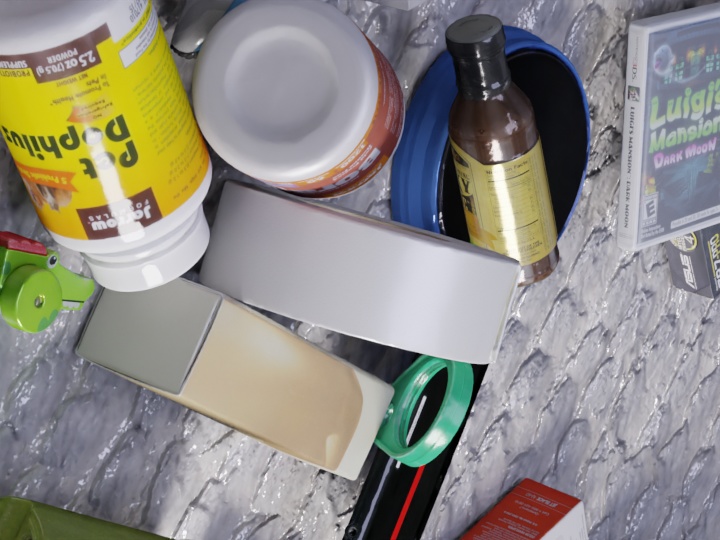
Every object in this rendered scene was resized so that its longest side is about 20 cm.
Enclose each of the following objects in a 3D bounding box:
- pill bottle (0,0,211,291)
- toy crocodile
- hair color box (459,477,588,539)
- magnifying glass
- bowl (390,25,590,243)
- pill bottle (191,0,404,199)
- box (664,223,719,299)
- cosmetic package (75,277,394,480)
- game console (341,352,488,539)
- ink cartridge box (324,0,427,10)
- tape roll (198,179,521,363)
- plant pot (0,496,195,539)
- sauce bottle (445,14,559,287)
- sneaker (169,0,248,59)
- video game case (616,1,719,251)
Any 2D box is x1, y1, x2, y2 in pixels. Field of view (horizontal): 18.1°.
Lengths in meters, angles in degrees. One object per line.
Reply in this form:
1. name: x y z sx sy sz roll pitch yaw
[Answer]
1. pill bottle: -0.153 -0.088 1.316 0.109 0.109 0.200 -44 133 -30
2. toy crocodile: -0.231 -0.004 1.291 0.200 0.067 0.062 8 97 -51
3. hair color box: 0.101 0.270 1.795 0.200 0.064 0.111 -39 132 -36
4. magnifying glass: 0.017 0.101 1.536 0.022 0.200 0.080 26 67 -20
5. bowl: 0.102 -0.080 1.678 0.200 0.039 0.201 -22 121 -43
6. pill bottle: -0.031 -0.103 1.405 0.200 0.112 0.113 18 91 -81
7. box: 0.312 -0.101 1.909 0.161 0.049 0.200 -44 133 -32
8. cosmetic package: -0.079 0.066 1.471 0.200 0.105 0.071 31 81 -49
9. game console: 0.040 0.120 1.640 0.177 0.031 0.201 36 75 -73
10. ink cartridge box: 0.041 -0.251 1.516 0.200 0.067 0.117 -32 127 -38
11. tape roll: 0.000 0.000 1.459 0.202 0.202 0.071 13 94 -51
12. plant pot: -0.166 0.228 1.388 0.190 0.200 0.201 33 79 -37
13. sauce bottle: 0.096 -0.085 1.588 0.065 0.065 0.201 -38 129 -35
14. sneaker: -0.080 -0.229 1.396 0.086 0.075 0.200 27 90 -18
15. video game case: 0.278 -0.123 1.812 0.200 0.023 0.183 -17 115 -43
